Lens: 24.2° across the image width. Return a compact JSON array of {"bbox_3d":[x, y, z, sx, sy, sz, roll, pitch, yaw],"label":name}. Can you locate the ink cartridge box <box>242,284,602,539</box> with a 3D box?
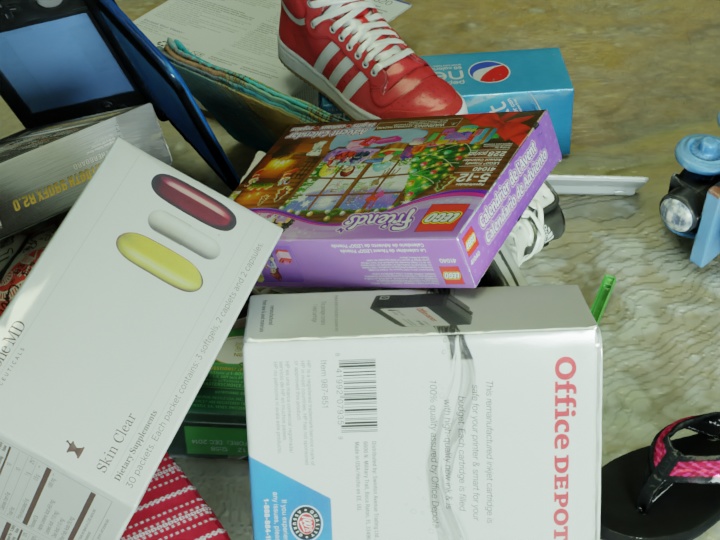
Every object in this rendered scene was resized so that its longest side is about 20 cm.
[{"bbox_3d":[0.035,0.090,0.973,0.198,0.147,0.084,-2,18,0],"label":"ink cartridge box"}]

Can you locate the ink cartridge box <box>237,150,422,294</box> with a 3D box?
[{"bbox_3d":[0.000,0.000,1.148,0.198,0.050,0.161,15,34,6],"label":"ink cartridge box"}]

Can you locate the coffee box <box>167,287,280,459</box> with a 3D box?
[{"bbox_3d":[-0.076,0.045,1.130,0.122,0.044,0.201,3,38,2],"label":"coffee box"}]

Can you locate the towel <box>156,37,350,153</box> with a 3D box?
[{"bbox_3d":[-0.049,-0.103,1.257,0.199,0.147,0.022,27,79,32],"label":"towel"}]

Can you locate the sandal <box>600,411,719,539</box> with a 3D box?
[{"bbox_3d":[0.220,0.112,1.031,0.198,0.045,0.075,-19,41,-22],"label":"sandal"}]

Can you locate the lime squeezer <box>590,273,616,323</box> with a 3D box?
[{"bbox_3d":[0.138,0.047,1.108,0.037,0.071,0.200,-2,5,19],"label":"lime squeezer"}]

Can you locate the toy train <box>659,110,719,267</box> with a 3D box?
[{"bbox_3d":[0.308,-0.070,1.239,0.114,0.087,0.199,34,49,30],"label":"toy train"}]

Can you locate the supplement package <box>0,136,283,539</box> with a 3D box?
[{"bbox_3d":[-0.148,0.060,0.938,0.110,0.156,0.201,28,52,-3],"label":"supplement package"}]

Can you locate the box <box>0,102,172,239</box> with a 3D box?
[{"bbox_3d":[-0.251,-0.063,1.199,0.158,0.049,0.199,-27,15,-34],"label":"box"}]

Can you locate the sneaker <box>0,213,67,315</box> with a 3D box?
[{"bbox_3d":[-0.211,-0.020,1.202,0.107,0.068,0.202,3,30,21],"label":"sneaker"}]

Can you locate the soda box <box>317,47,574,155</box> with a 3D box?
[{"bbox_3d":[0.066,-0.129,1.338,0.198,0.065,0.068,-5,37,-3],"label":"soda box"}]

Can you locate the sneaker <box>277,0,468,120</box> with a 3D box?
[{"bbox_3d":[0.003,-0.181,1.262,0.071,0.113,0.199,-29,45,-31],"label":"sneaker"}]

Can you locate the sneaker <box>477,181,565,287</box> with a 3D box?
[{"bbox_3d":[0.098,-0.021,1.102,0.114,0.076,0.201,-5,36,-22],"label":"sneaker"}]

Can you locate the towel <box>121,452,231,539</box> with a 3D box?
[{"bbox_3d":[-0.134,0.191,0.960,0.144,0.023,0.200,-21,39,-20],"label":"towel"}]

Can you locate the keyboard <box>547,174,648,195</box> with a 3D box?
[{"bbox_3d":[0.116,-0.068,1.273,0.198,0.056,0.011,1,81,3],"label":"keyboard"}]

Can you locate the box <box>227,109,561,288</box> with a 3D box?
[{"bbox_3d":[0.010,-0.045,1.048,0.198,0.039,0.137,0,37,34],"label":"box"}]

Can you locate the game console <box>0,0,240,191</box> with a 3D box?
[{"bbox_3d":[-0.191,-0.123,1.227,0.169,0.200,0.119,-12,64,7],"label":"game console"}]

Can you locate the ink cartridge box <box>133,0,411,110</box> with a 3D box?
[{"bbox_3d":[-0.087,-0.198,1.456,0.195,0.044,0.200,21,40,29],"label":"ink cartridge box"}]
